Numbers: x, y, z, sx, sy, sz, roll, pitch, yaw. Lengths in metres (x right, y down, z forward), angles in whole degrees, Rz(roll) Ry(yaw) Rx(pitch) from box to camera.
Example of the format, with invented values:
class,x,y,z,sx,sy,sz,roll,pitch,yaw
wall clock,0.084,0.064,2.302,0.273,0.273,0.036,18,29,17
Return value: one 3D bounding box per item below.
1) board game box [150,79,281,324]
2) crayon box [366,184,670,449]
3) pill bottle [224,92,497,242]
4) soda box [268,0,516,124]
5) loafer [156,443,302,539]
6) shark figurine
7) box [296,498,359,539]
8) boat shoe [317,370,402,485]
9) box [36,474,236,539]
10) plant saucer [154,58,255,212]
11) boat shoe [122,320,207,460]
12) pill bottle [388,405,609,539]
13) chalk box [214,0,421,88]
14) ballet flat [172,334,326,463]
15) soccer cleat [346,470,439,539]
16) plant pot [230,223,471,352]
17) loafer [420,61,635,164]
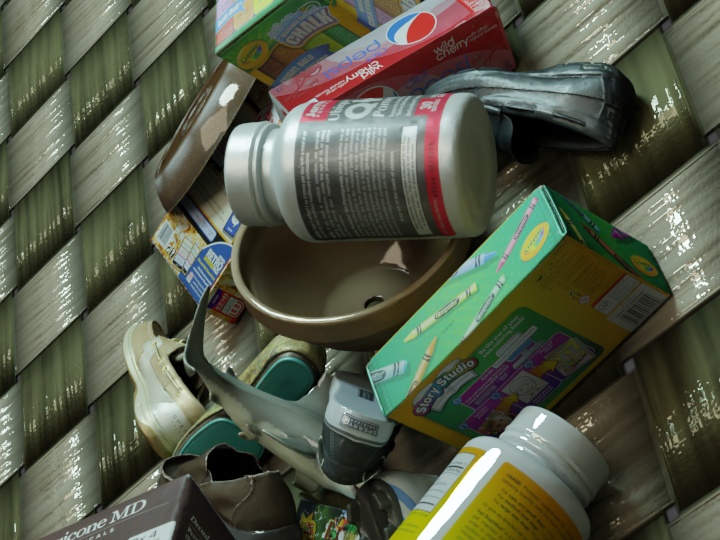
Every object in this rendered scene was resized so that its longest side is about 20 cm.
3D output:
class,x,y,z,sx,sy,sz,roll,pitch,yaw
board game box,-0.112,-0.072,1.721,0.201,0.046,0.152,-56,36,11
crayon box,0.114,0.044,1.307,0.200,0.118,0.059,-46,40,23
pill bottle,-0.001,-0.078,1.395,0.198,0.111,0.112,-2,65,20
soda box,0.028,-0.161,1.502,0.199,0.070,0.063,-31,37,-9
loafer,-0.108,0.176,1.491,0.199,0.072,0.072,10,106,55
shark figurine,-0.064,0.107,1.478,0.090,0.214,0.128,-53,4,-20
box,-0.027,0.290,1.405,0.136,0.038,0.202,5,73,52
boat shoe,-0.001,0.120,1.383,0.200,0.068,0.057,-31,-40,-82
box,-0.167,0.296,1.321,0.165,0.165,0.201,-25,25,18
plant saucer,-0.151,-0.151,1.761,0.201,0.032,0.201,-55,13,19
boat shoe,-0.176,0.102,1.683,0.069,0.074,0.200,-31,32,5
pill bottle,0.084,0.193,1.231,0.200,0.110,0.109,-49,32,-18
chalk box,-0.053,-0.246,1.620,0.124,0.199,0.125,-31,47,37
ballet flat,-0.095,0.122,1.574,0.200,0.070,0.071,-47,39,30
soccer cleat,0.054,0.243,1.315,0.070,0.086,0.202,-25,74,47
plant pot,0.000,0.000,1.465,0.199,0.093,0.202,-11,42,10
loafer,0.124,-0.121,1.419,0.199,0.068,0.071,0,64,39
